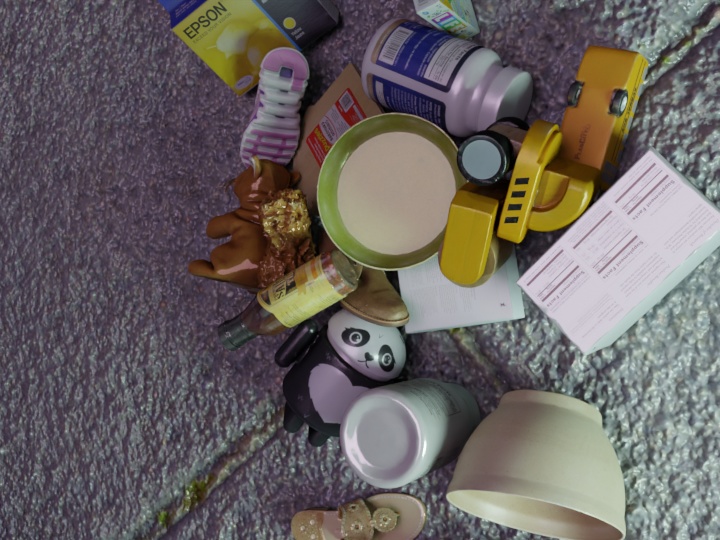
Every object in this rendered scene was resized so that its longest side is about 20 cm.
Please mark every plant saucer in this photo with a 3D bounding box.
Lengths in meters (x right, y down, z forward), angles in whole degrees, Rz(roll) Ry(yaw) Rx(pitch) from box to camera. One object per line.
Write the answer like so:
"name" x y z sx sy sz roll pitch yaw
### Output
"plant saucer" 0.043 -0.100 1.067 0.200 0.031 0.200 0 89 17

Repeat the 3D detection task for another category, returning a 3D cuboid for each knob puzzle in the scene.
"knob puzzle" -0.027 -0.159 1.179 0.219 0.030 0.220 -4 85 43

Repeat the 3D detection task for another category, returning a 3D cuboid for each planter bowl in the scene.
"planter bowl" 0.211 0.220 0.962 0.200 0.200 0.135 3 63 29

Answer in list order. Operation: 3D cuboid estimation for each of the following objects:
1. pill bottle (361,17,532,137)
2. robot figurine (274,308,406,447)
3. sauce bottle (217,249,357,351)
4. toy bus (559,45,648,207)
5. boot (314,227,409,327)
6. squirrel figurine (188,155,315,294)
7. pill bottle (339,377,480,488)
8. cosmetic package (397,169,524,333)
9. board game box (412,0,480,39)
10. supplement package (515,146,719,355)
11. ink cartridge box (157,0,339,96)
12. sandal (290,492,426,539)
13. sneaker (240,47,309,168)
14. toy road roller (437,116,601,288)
"pill bottle" 0.110 -0.238 1.059 0.200 0.116 0.116 29 102 27
"robot figurine" -0.026 0.142 1.117 0.200 0.150 0.125 -52 53 18
"sauce bottle" -0.099 0.044 1.081 0.200 0.066 0.066 -31 74 18
"toy bus" 0.275 -0.160 0.985 0.065 0.078 0.200 19 98 30
"boot" 0.000 0.000 1.100 0.200 0.074 0.076 46 132 41
"squirrel figurine" -0.125 -0.064 1.167 0.200 0.141 0.187 5 78 47
"pill bottle" 0.070 0.191 1.020 0.114 0.200 0.115 -1 88 29
"cosmetic package" 0.122 -0.026 1.083 0.151 0.052 0.200 -10 84 30
"board game box" 0.088 -0.407 1.066 0.034 0.134 0.200 -19 80 27
"supplement package" 0.298 -0.018 0.922 0.200 0.156 0.111 -47 70 19
"ink cartridge box" -0.167 -0.374 1.182 0.197 0.200 0.047 -30 40 26
"sandal" -0.016 0.354 1.138 0.211 0.070 0.078 -14 82 28
"sneaker" -0.123 -0.238 1.218 0.080 0.089 0.200 12 120 -13
"toy road roller" 0.181 -0.070 0.935 0.146 0.123 0.200 20 116 19
